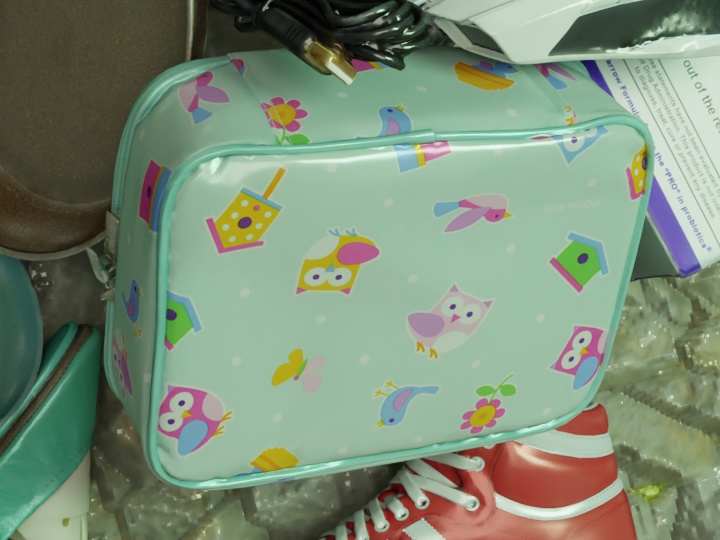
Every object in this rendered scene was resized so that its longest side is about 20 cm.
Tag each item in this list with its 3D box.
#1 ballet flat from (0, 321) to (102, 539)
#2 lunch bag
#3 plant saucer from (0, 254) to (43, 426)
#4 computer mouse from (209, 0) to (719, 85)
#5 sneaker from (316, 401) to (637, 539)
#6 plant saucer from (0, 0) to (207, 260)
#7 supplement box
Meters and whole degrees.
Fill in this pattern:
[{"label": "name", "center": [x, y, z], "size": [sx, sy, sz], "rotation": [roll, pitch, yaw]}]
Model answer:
[{"label": "ballet flat", "center": [-0.153, 0.113, 0.876], "size": [0.070, 0.067, 0.200], "rotation": [41, 91, -9]}, {"label": "lunch bag", "center": [0.000, 0.000, 0.795], "size": [0.200, 0.077, 0.161], "rotation": [-6, 126, -21]}, {"label": "plant saucer", "center": [-0.219, 0.007, 0.826], "size": [0.200, 0.200, 0.027], "rotation": [30, 123, -4]}, {"label": "computer mouse", "center": [0.054, -0.102, 0.775], "size": [0.200, 0.110, 0.044], "rotation": [-6, 111, -26]}, {"label": "sneaker", "center": [0.016, 0.103, 0.888], "size": [0.200, 0.071, 0.113], "rotation": [-8, 93, -13]}, {"label": "plant saucer", "center": [-0.123, -0.105, 0.843], "size": [0.032, 0.200, 0.201], "rotation": [-8, 89, -47]}, {"label": "supplement box", "center": [0.183, -0.084, 0.894], "size": [0.200, 0.101, 0.103], "rotation": [-29, 91, -5]}]
